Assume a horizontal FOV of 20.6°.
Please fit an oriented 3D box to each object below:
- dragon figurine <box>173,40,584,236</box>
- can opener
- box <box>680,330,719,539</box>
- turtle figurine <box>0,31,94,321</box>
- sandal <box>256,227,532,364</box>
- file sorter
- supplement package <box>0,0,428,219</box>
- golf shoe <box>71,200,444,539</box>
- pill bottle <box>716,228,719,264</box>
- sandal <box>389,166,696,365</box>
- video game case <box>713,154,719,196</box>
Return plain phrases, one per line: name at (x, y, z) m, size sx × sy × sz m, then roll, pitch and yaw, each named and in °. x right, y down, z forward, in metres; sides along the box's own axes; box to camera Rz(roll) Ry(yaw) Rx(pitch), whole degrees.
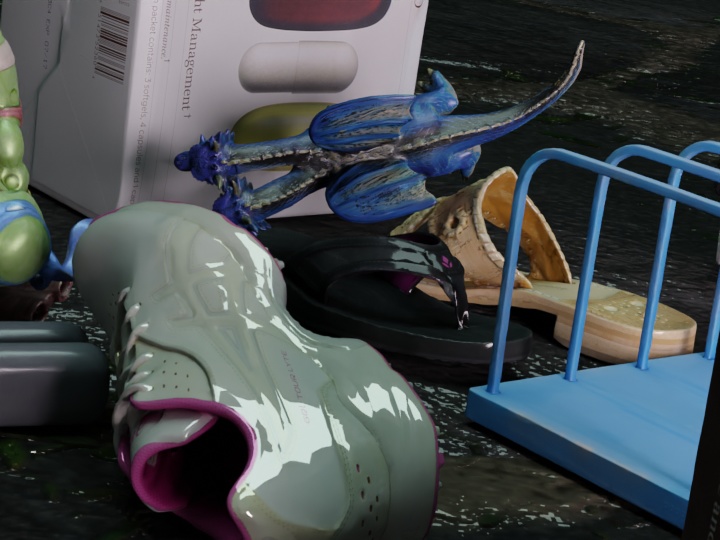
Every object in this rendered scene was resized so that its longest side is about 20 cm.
dragon figurine at (0.011, -0.058, 0.950) m, size 0.198 × 0.059 × 0.099 m, roll -10°, pitch 11°, yaw 23°
can opener at (-0.189, 0.028, 0.726) m, size 0.198 × 0.067 × 0.053 m, roll 6°, pitch 16°, yaw -26°
box at (0.178, 0.102, 0.435) m, size 0.162 × 0.168 × 0.200 m, roll 4°, pitch 16°, yaw -15°
turtle figurine at (-0.218, -0.059, 0.845) m, size 0.199 × 0.145 × 0.193 m, roll 12°, pitch 3°, yaw -35°
sandal at (-0.001, 0.000, 0.933) m, size 0.075 × 0.048 × 0.200 m, roll -7°, pitch 20°, yaw -43°
file sorter at (0.169, 0.017, 0.820) m, size 0.199 × 0.124 × 0.138 m, roll -5°, pitch 20°, yaw -40°
supplement package at (-0.083, -0.138, 1.118) m, size 0.199 × 0.193 × 0.147 m, roll -6°, pitch 22°, yaw -39°
golf shoe at (-0.059, 0.036, 0.703) m, size 0.091 × 0.076 × 0.200 m, roll -17°, pitch 37°, yaw -35°
pill bottle at (0.299, -0.033, 1.080) m, size 0.198 × 0.116 × 0.114 m, roll 10°, pitch 15°, yaw 8°
sandal at (0.077, -0.015, 0.984) m, size 0.210 × 0.070 × 0.077 m, roll 19°, pitch 19°, yaw 36°
video game case at (0.249, -0.045, 0.908) m, size 0.180 × 0.201 × 0.026 m, roll 38°, pitch 69°, yaw 21°
